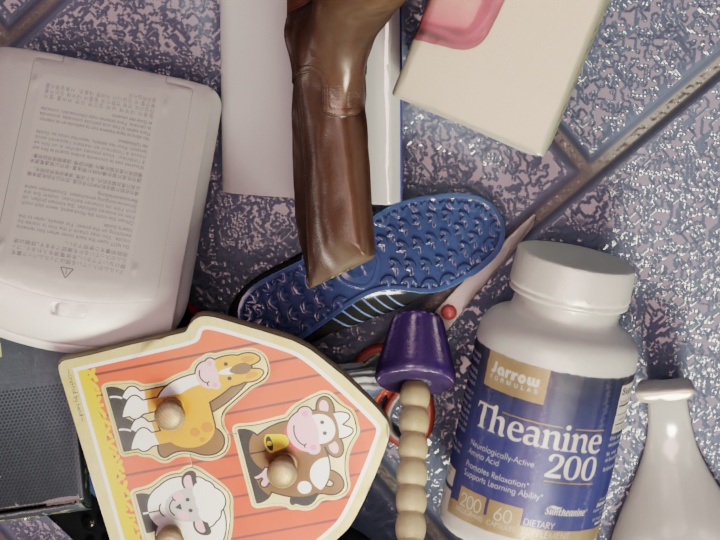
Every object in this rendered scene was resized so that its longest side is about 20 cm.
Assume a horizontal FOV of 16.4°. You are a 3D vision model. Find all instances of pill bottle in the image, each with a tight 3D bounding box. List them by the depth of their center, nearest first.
[{"bbox_3d":[0.125,0.087,1.689,0.111,0.111,0.200,12,102,4],"label":"pill bottle"}]

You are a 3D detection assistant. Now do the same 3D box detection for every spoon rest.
[{"bbox_3d":[0.218,0.160,1.727,0.099,0.061,0.200,-2,114,9],"label":"spoon rest"}]

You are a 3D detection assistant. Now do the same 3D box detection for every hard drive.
[{"bbox_3d":[-0.034,-0.149,1.687,0.132,0.025,0.201,5,102,27],"label":"hard drive"}]

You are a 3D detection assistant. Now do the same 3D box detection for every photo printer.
[{"bbox_3d":[-0.187,-0.041,1.664,0.166,0.069,0.200,10,65,-5],"label":"photo printer"}]

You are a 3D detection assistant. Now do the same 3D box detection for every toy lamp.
[{"bbox_3d":[0.035,0.125,1.683,0.058,0.058,0.200,2,69,7],"label":"toy lamp"}]

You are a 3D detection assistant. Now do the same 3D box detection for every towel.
[{"bbox_3d":[-0.067,0.149,1.706,0.024,0.147,0.200,39,111,28],"label":"towel"}]

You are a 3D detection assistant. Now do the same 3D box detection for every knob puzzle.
[{"bbox_3d":[-0.079,0.121,1.619,0.219,0.030,0.220,1,110,2],"label":"knob puzzle"}]

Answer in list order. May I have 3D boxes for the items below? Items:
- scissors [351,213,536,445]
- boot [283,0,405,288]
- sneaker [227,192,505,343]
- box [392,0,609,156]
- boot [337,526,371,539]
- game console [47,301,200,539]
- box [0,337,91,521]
[{"bbox_3d":[0.049,0.034,1.737,0.073,0.014,0.200,27,104,3],"label":"scissors"},{"bbox_3d":[-0.005,-0.088,1.579,0.064,0.186,0.201,0,90,-14],"label":"boot"},{"bbox_3d":[0.000,0.000,1.715,0.200,0.078,0.070,-21,92,-11],"label":"sneaker"},{"bbox_3d":[0.110,-0.191,1.630,0.109,0.128,0.200,23,102,3],"label":"box"},{"bbox_3d":[0.077,0.229,1.723,0.168,0.076,0.200,-31,86,-16],"label":"boot"},{"bbox_3d":[-0.163,0.101,1.723,0.177,0.031,0.200,36,113,23],"label":"game console"},{"bbox_3d":[-0.272,0.074,1.702,0.157,0.051,0.201,-7,80,0],"label":"box"}]
